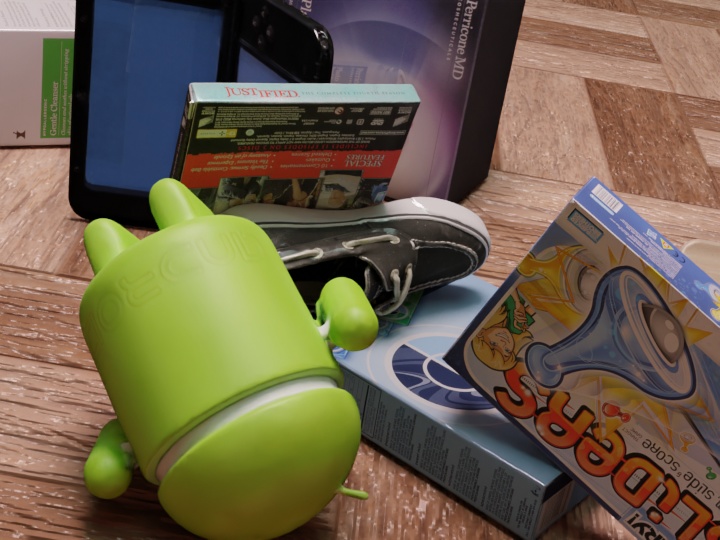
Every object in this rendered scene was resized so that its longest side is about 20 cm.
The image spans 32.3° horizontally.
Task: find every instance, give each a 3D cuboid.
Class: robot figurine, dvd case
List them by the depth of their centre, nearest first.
[{"bbox_3d":[-0.075,0.053,0.659,0.174,0.116,0.201,-31,69,1],"label":"robot figurine"},{"bbox_3d":[-0.056,-0.037,0.792,0.144,0.201,0.022,-4,48,-23],"label":"dvd case"}]

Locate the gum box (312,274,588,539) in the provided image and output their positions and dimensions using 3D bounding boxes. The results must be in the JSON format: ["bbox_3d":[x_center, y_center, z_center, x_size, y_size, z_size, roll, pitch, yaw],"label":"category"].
[{"bbox_3d":[0.076,0.071,0.794,0.199,0.045,0.169,29,33,30],"label":"gum box"}]

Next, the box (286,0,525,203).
[{"bbox_3d":[0.023,-0.183,1.086,0.197,0.202,0.123,19,28,17],"label":"box"}]

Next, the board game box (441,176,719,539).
[{"bbox_3d":[0.155,0.066,0.656,0.200,0.136,0.034,42,39,8],"label":"board game box"}]

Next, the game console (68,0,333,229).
[{"bbox_3d":[-0.118,-0.097,0.879,0.115,0.202,0.176,-11,34,-32],"label":"game console"}]

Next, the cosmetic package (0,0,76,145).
[{"bbox_3d":[-0.321,-0.167,1.046,0.198,0.109,0.085,-6,32,-25],"label":"cosmetic package"}]

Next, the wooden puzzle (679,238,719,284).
[{"bbox_3d":[0.338,0.054,0.931,0.183,0.038,0.201,10,32,-1],"label":"wooden puzzle"}]

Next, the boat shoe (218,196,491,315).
[{"bbox_3d":[0.000,0.000,0.792,0.198,0.071,0.064,-3,44,-24],"label":"boat shoe"}]
